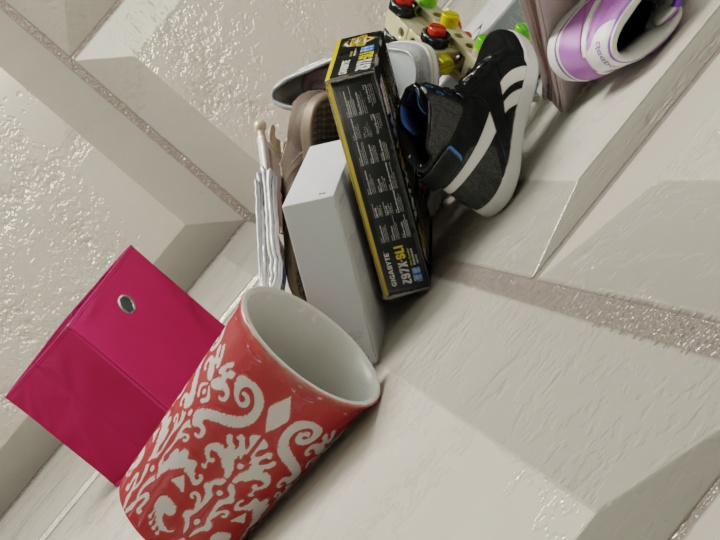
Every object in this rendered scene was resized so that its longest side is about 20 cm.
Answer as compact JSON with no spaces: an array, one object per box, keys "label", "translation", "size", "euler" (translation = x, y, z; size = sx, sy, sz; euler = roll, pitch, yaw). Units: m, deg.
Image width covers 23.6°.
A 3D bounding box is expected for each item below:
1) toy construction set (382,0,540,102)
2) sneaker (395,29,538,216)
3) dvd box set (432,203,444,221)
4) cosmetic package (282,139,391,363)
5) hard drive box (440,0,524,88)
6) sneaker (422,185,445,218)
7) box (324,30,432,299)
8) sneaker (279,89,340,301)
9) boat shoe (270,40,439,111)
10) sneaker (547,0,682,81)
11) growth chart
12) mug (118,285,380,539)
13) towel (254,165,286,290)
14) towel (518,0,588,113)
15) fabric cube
[{"label":"toy construction set","translation":[0.097,-0.222,1.682],"size":[0.200,0.130,0.093],"euler":[34,126,52]},{"label":"sneaker","translation":[0.089,-0.152,1.487],"size":[0.073,0.111,0.201],"euler":[-39,33,44]},{"label":"dvd box set","translation":[0.000,0.000,1.757],"size":[0.200,0.029,0.146],"euler":[-50,10,-3]},{"label":"cosmetic package","translation":[-0.016,-0.019,1.518],"size":[0.051,0.152,0.200],"euler":[-10,17,9]},{"label":"hard drive box","translation":[0.162,-0.248,1.835],"size":[0.200,0.077,0.156],"euler":[-49,9,8]},{"label":"sneaker","translation":[-0.007,-0.078,1.694],"size":[0.199,0.085,0.077],"euler":[-18,39,38]},{"label":"box","translation":[0.020,-0.098,1.523],"size":[0.049,0.202,0.160],"euler":[-12,19,9]},{"label":"sneaker","translation":[-0.044,-0.071,1.646],"size":[0.075,0.070,0.202],"euler":[20,105,62]},{"label":"boat shoe","translation":[-0.004,-0.179,1.659],"size":[0.064,0.075,0.201],"euler":[-11,8,-41]},{"label":"sneaker","translation":[0.246,-0.238,1.411],"size":[0.201,0.073,0.114],"euler":[-57,20,-17]},{"label":"growth chart","translation":[-0.071,-0.065,1.836],"size":[0.018,0.200,0.146],"euler":[-13,63,12]},{"label":"mug","translation":[-0.087,0.128,1.389],"size":[0.200,0.133,0.177],"euler":[-52,-10,19]},{"label":"towel","translation":[-0.084,0.013,1.681],"size":[0.201,0.024,0.148],"euler":[88,178,-57]},{"label":"towel","translation":[0.200,-0.267,1.475],"size":[0.201,0.032,0.192],"euler":[-53,-32,-23]},{"label":"fabric cube","translation":[-0.323,0.130,2.340],"size":[0.200,0.199,0.197],"euler":[-43,10,40]}]
